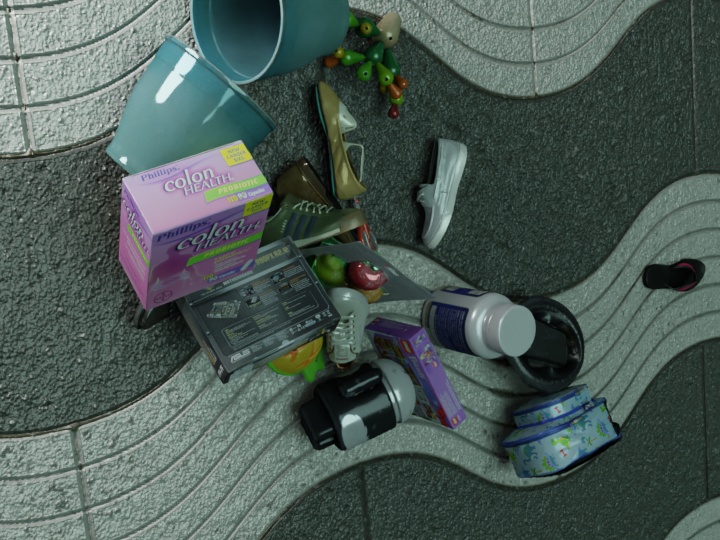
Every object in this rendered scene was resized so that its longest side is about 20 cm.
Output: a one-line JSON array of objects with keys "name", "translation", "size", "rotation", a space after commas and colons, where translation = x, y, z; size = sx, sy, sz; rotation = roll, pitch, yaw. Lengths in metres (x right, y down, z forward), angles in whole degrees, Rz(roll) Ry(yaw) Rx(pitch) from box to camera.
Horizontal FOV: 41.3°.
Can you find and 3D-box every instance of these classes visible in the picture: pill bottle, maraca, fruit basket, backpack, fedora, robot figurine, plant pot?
[{"name": "pill bottle", "translation": [0.215, 0.096, 1.730], "size": [0.119, 0.200, 0.120], "rotation": [-5, 98, -34]}, {"name": "maraca", "translation": [-0.108, 0.109, 1.570], "size": [0.200, 0.107, 0.138], "rotation": [36, 64, -53]}, {"name": "fruit basket", "translation": [0.000, 0.000, 1.574], "size": [0.185, 0.199, 0.094], "rotation": [35, 60, -31]}, {"name": "backpack", "translation": [0.380, 0.319, 1.888], "size": [0.199, 0.183, 0.148], "rotation": [-23, 85, -32]}, {"name": "fedora", "translation": [0.343, 0.147, 1.883], "size": [0.200, 0.091, 0.202], "rotation": [4, 81, -28]}, {"name": "robot figurine", "translation": [-0.004, 0.228, 1.629], "size": [0.199, 0.150, 0.125], "rotation": [-23, 100, -13]}, {"name": "plant pot", "translation": [-0.257, -0.200, 1.379], "size": [0.200, 0.200, 0.188], "rotation": [40, 89, -31]}, {"name": "plant pot", "translation": [-0.125, -0.392, 1.458], "size": [0.188, 0.199, 0.201], "rotation": [-18, 106, -48]}]

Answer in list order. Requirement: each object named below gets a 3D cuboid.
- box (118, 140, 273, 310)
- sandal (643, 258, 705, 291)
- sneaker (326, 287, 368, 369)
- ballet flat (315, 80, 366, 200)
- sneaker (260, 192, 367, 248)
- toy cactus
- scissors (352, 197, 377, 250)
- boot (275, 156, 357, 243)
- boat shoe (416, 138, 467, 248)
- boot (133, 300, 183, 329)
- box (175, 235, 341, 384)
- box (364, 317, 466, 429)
[{"name": "box", "translation": [-0.230, -0.059, 1.313], "size": [0.175, 0.200, 0.097], "rotation": [-22, 66, -27]}, {"name": "sandal", "translation": [0.722, 0.015, 2.165], "size": [0.199, 0.045, 0.076], "rotation": [-5, 98, -34]}, {"name": "sneaker", "translation": [-0.022, 0.101, 1.576], "size": [0.200, 0.072, 0.085], "rotation": [83, 8, -59]}, {"name": "ballet flat", "translation": [-0.028, -0.220, 1.600], "size": [0.063, 0.069, 0.201], "rotation": [-8, 101, 9]}, {"name": "sneaker", "translation": [-0.094, -0.084, 1.524], "size": [0.067, 0.199, 0.090], "rotation": [-30, 102, -73]}, {"name": "toy cactus", "translation": [0.025, -0.372, 1.628], "size": [0.200, 0.102, 0.165], "rotation": [45, 52, -27]}, {"name": "scissors", "translation": [-0.006, -0.106, 1.645], "size": [0.073, 0.014, 0.201], "rotation": [-56, 132, -62]}, {"name": "boot", "translation": [-0.071, -0.097, 1.606], "size": [0.075, 0.074, 0.200], "rotation": [-34, 122, 5]}, {"name": "boat shoe", "translation": [0.137, -0.143, 1.734], "size": [0.068, 0.072, 0.201], "rotation": [16, 93, -13]}, {"name": "boot", "translation": [-0.222, 0.067, 1.448], "size": [0.174, 0.069, 0.200], "rotation": [43, 63, 14]}, {"name": "box", "translation": [-0.153, 0.055, 1.417], "size": [0.199, 0.048, 0.159], "rotation": [-25, 71, -27]}, {"name": "box", "translation": [0.098, 0.182, 1.697], "size": [0.039, 0.137, 0.201], "rotation": [-38, 115, -25]}]
